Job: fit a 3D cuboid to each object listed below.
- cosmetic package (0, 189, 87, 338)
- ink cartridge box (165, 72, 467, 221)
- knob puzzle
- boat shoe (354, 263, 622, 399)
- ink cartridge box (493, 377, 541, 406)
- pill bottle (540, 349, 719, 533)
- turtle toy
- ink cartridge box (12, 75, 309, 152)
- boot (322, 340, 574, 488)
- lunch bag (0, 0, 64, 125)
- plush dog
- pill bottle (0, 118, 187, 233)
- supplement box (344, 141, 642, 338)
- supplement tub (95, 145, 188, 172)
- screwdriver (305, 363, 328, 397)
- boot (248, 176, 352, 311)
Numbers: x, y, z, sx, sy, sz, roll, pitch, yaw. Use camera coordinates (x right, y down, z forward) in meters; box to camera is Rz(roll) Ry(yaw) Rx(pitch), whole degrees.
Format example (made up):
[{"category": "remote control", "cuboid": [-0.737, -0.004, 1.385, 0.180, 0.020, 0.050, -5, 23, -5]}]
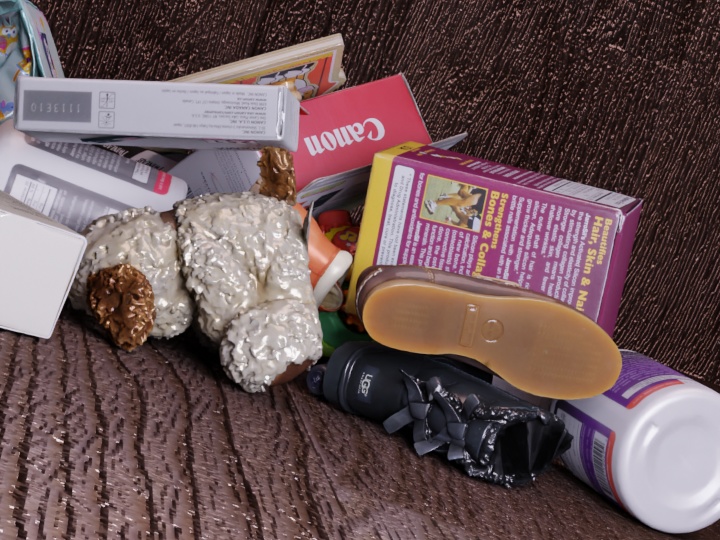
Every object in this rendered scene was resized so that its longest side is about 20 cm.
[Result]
[{"category": "cosmetic package", "cuboid": [-0.273, -0.026, 1.351, 0.105, 0.072, 0.200, 19, 4, -35]}, {"category": "ink cartridge box", "cuboid": [-0.038, -0.096, 1.734, 0.199, 0.084, 0.175, -21, -7, -45]}, {"category": "knob puzzle", "cuboid": [-0.103, -0.131, 1.743, 0.218, 0.031, 0.220, -18, -11, -4]}, {"category": "boat shoe", "cuboid": [0.092, 0.036, 1.492, 0.198, 0.071, 0.070, 19, 14, -11]}, {"category": "ink cartridge box", "cuboid": [0.107, 0.104, 1.830, 0.199, 0.045, 0.094, 19, 6, -33]}, {"category": "pill bottle", "cuboid": [0.212, 0.124, 1.603, 0.111, 0.112, 0.200, 19, 4, -19]}, {"category": "turtle toy", "cuboid": [0.000, 0.000, 1.740, 0.145, 0.102, 0.200, 28, 44, 17]}, {"category": "ink cartridge box", "cuboid": [-0.144, -0.112, 1.552, 0.198, 0.044, 0.174, 3, -3, 5]}, {"category": "boot", "cuboid": [0.084, 0.101, 1.523, 0.162, 0.074, 0.197, 21, 10, 36]}, {"category": "lunch bag", "cuboid": [-0.320, -0.142, 1.798, 0.121, 0.202, 0.170, 20, 3, -2]}, {"category": "plush dog", "cuboid": [-0.128, -0.003, 1.470, 0.170, 0.162, 0.200, -4, 10, -14]}, {"category": "pill bottle", "cuboid": [-0.243, -0.052, 1.604, 0.198, 0.112, 0.111, 21, 3, -8]}, {"category": "supplement box", "cuboid": [0.103, -0.013, 1.585, 0.198, 0.132, 0.103, 15, 13, 14]}, {"category": "supplement tub", "cuboid": [-0.201, -0.058, 1.854, 0.122, 0.124, 0.199, 18, 5, -40]}, {"category": "screwdriver", "cuboid": [0.013, 0.087, 1.616, 0.028, 0.029, 0.200, 23, 9, 27]}, {"category": "boot", "cuboid": [-0.069, 0.013, 1.631, 0.107, 0.075, 0.200, 34, -28, 1]}]
